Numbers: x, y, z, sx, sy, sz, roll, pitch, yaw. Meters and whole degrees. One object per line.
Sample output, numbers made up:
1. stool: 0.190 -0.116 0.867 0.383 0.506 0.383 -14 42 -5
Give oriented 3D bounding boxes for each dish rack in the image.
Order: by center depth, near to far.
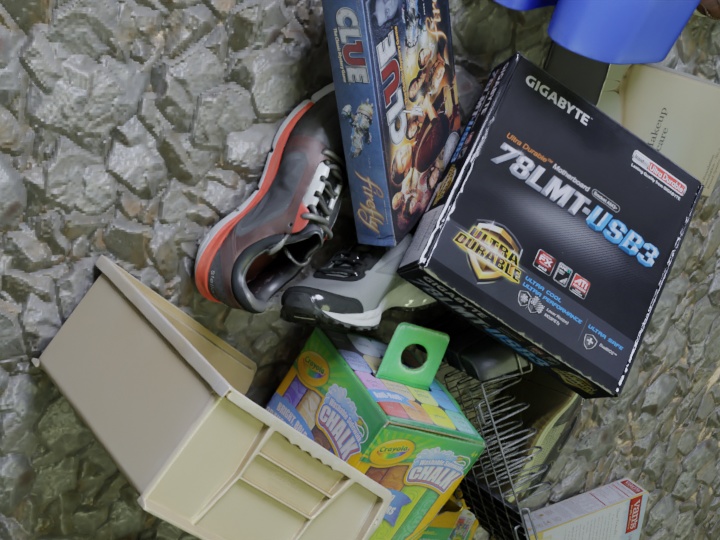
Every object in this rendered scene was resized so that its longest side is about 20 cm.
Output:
1. dish rack: 0.110 0.140 1.089 0.054 0.153 0.202 -20 104 -14

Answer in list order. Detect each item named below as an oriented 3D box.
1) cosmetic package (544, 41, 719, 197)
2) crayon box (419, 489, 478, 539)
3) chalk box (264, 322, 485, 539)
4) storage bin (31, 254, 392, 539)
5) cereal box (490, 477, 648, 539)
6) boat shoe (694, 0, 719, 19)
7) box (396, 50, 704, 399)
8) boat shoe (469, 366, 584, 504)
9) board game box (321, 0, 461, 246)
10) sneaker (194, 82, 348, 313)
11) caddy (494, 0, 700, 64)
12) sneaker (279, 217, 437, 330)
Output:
1. cosmetic package: 0.246 -0.134 1.137 0.198 0.073 0.105 5 110 -40
2. crayon box: 0.030 0.281 1.193 0.125 0.051 0.202 14 104 -41
3. chalk box: 0.006 0.134 1.024 0.124 0.124 0.201 17 114 -41
4. storage bin: -0.103 0.112 0.901 0.094 0.200 0.198 -52 133 -2
5. cereal box: 0.217 0.313 1.363 0.198 0.039 0.145 -11 118 -34
6. boat shoe: 0.341 -0.319 1.114 0.074 0.075 0.205 -9 117 -34
7. box: 0.153 -0.034 1.002 0.199 0.050 0.200 33 72 -16
8. boat shoe: 0.174 0.136 1.225 0.066 0.072 0.202 20 100 -52
9. board game box: 0.029 -0.138 0.951 0.136 0.034 0.202 -50 140 -46
10. sneaker: -0.037 -0.047 0.951 0.077 0.082 0.201 38 85 -43
11. caddy: 0.188 -0.235 0.974 0.199 0.141 0.106 -14 136 -51
12. sneaker: 0.000 0.000 0.996 0.200 0.073 0.080 -21 114 -58
